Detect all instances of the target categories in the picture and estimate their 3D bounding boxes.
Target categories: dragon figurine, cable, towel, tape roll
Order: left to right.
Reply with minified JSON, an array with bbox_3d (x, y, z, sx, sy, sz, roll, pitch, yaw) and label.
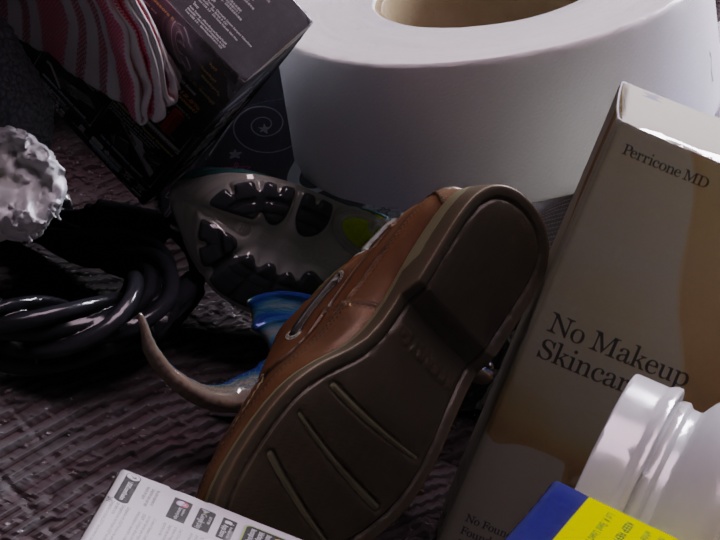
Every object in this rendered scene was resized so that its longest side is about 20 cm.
[{"bbox_3d":[-0.169,-0.144,1.230,0.200,0.030,0.146,28,-21,31],"label":"towel"},{"bbox_3d":[-0.155,-0.008,1.283,0.163,0.051,0.200,23,18,6],"label":"cable"},{"bbox_3d":[-0.025,0.048,1.252,0.200,0.059,0.099,13,19,-28],"label":"dragon figurine"},{"bbox_3d":[0.063,-0.097,1.350,0.202,0.071,0.203,-8,22,3],"label":"tape roll"}]

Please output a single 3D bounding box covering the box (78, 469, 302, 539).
[{"bbox_3d":[-0.056,0.133,0.994,0.110,0.035,0.200,22,17,1],"label":"box"}]

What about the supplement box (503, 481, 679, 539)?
[{"bbox_3d":[0.119,0.171,0.957,0.200,0.110,0.109,25,20,13],"label":"supplement box"}]

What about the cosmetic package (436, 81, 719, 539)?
[{"bbox_3d":[0.114,0.036,1.210,0.105,0.200,0.071,21,18,0],"label":"cosmetic package"}]

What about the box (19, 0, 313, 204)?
[{"bbox_3d":[-0.127,-0.139,1.298,0.200,0.158,0.050,46,63,0],"label":"box"}]

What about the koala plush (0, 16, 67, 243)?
[{"bbox_3d":[-0.217,-0.077,1.215,0.200,0.184,0.177,20,10,-21],"label":"koala plush"}]

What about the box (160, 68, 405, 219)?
[{"bbox_3d":[0.008,-0.081,1.528,0.199,0.132,0.115,15,39,-21],"label":"box"}]

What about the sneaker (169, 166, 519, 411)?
[{"bbox_3d":[0.000,0.000,1.371,0.200,0.078,0.080,28,3,-25],"label":"sneaker"}]

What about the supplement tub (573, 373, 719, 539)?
[{"bbox_3d":[0.167,0.133,1.073,0.200,0.145,0.145,24,17,9],"label":"supplement tub"}]

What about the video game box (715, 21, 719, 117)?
[{"bbox_3d":[0.208,0.007,1.417,0.182,0.047,0.200,56,15,-36],"label":"video game box"}]

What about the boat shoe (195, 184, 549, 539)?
[{"bbox_3d":[-0.003,0.047,1.161,0.068,0.200,0.072,-3,-53,54],"label":"boat shoe"}]

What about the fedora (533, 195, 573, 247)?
[{"bbox_3d":[0.126,0.000,1.449,0.090,0.177,0.200,-15,-6,17],"label":"fedora"}]
